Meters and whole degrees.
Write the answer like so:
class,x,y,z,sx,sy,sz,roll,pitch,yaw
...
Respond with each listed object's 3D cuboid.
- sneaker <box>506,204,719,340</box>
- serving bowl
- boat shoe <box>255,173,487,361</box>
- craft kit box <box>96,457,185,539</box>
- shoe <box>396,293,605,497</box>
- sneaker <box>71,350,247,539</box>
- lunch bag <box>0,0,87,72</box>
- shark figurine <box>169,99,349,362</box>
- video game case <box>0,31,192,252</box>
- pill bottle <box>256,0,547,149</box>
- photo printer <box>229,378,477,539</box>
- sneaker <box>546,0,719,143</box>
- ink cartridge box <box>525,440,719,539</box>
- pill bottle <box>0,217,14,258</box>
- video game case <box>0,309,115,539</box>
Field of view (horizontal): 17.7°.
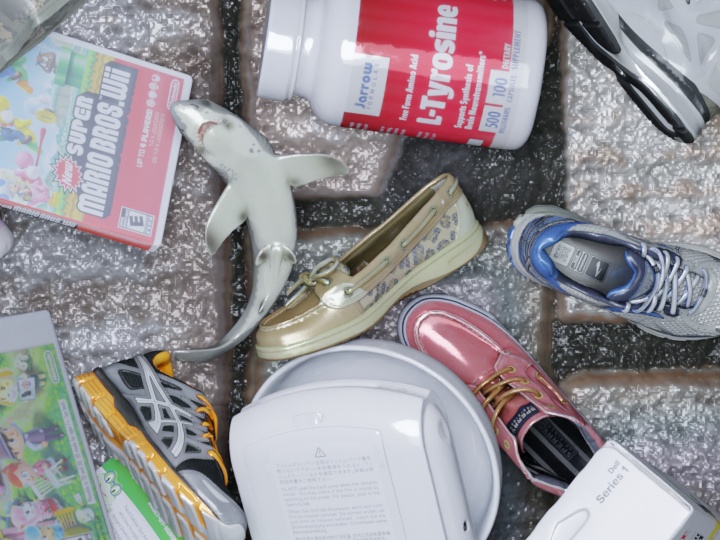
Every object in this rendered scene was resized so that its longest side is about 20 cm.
class,x,y,z,sx,sy,sz,roll,pitch,yaw
sneaker,0.208,0.010,1.728,0.200,0.085,0.077,14,95,-6
serving bowl,0.015,0.136,1.721,0.200,0.066,0.200,7,113,17
boat shoe,0.000,0.000,1.700,0.200,0.073,0.063,-33,110,-24
craft kit box,-0.180,0.249,1.687,0.197,0.200,0.049,-41,143,4
shoe,0.112,0.094,1.727,0.200,0.091,0.071,43,92,-7
sneaker,-0.133,0.123,1.671,0.077,0.200,0.078,-29,140,-18
lunch bag,-0.249,-0.252,1.637,0.164,0.200,0.118,47,135,-5
shark figurine,-0.081,-0.029,1.704,0.128,0.090,0.215,-3,111,-13
video game case,-0.227,-0.106,1.664,0.200,0.017,0.143,17,64,-17
pill bottle,0.028,-0.155,1.683,0.200,0.112,0.112,7,96,-5
photo printer,-0.002,0.174,1.665,0.166,0.069,0.200,-8,107,23
sneaker,0.218,-0.203,1.720,0.115,0.076,0.201,-44,106,-7
ink cartridge box,0.192,0.218,1.689,0.084,0.200,0.145,40,93,26
pill bottle,-0.352,-0.063,1.666,0.112,0.112,0.200,-39,98,1
video game case,-0.285,0.135,1.666,0.182,0.022,0.200,-10,71,-25
